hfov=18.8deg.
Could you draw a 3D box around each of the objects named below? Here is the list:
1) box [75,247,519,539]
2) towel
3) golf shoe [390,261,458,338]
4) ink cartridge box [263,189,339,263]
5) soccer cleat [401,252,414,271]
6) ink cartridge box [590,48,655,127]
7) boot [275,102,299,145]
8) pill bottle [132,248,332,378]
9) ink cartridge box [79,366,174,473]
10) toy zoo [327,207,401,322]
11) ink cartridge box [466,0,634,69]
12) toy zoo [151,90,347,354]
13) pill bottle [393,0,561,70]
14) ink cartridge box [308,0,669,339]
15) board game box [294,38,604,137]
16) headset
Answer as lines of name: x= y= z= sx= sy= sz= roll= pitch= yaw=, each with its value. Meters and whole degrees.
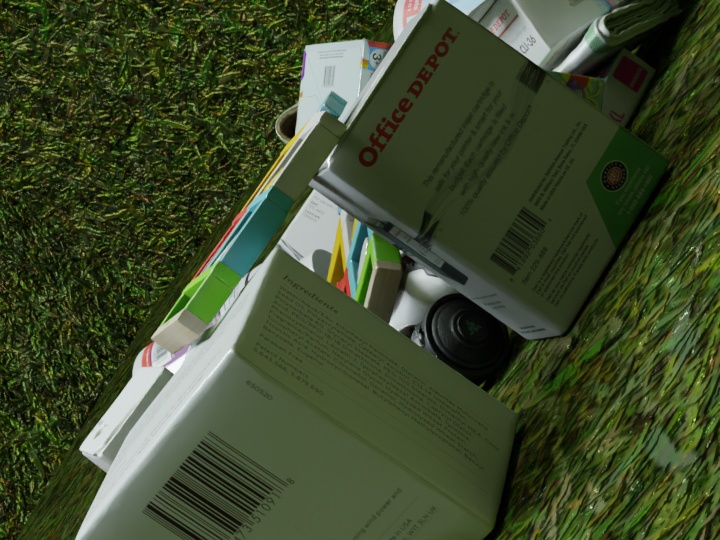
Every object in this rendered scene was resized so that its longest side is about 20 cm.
box: x=-0.039 y=0.132 z=1.384 sx=0.199 sy=0.200 sz=0.131 roll=-50 pitch=10 yaw=31
towel: x=0.156 y=-0.154 z=1.767 sx=0.200 sy=0.031 sz=0.149 roll=-38 pitch=-6 yaw=34
golf shoe: x=0.040 y=0.062 z=1.722 sx=0.200 sy=0.078 sz=0.095 roll=-47 pitch=28 yaw=52
ink cartridge box: x=-0.042 y=0.031 z=2.025 sx=0.200 sy=0.084 sz=0.146 roll=-56 pitch=-20 yaw=-12
soccer cleat: x=0.007 y=0.050 z=1.905 sx=0.200 sy=0.070 sz=0.086 roll=-56 pitch=14 yaw=-3
ink cartridge box: x=0.152 y=-0.087 z=1.755 sx=0.119 sy=0.042 sz=0.200 roll=-59 pitch=8 yaw=-32
boot: x=0.034 y=-0.126 z=1.999 sx=0.155 sy=0.200 sz=0.072 roll=45 pitch=-142 yaw=-69
pill bottle: x=-0.091 y=0.067 z=1.868 sx=0.200 sy=0.112 sz=0.112 roll=-35 pitch=15 yaw=21
ink cartridge box: x=-0.102 y=0.161 z=1.616 sx=0.088 sy=0.200 sz=0.145 roll=-56 pitch=8 yaw=-10
toy zoo: x=0.000 y=0.000 z=1.678 sx=0.200 sy=0.020 sz=0.131 roll=-99 pitch=19 yaw=-58
ink cartridge box: x=0.161 y=-0.212 z=1.766 sx=0.200 sy=0.068 sz=0.116 roll=-34 pitch=-6 yaw=-20
toy zoo: x=-0.067 y=-0.035 z=1.450 sx=0.200 sy=0.020 sz=0.131 roll=-55 pitch=7 yaw=-14
pill bottle: x=0.137 y=-0.227 z=1.951 sx=0.200 sy=0.109 sz=0.109 roll=-12 pitch=35 yaw=35
ink cartridge box: x=0.084 y=-0.068 z=1.487 sx=0.146 sy=0.200 sz=0.084 roll=-56 pitch=9 yaw=-11
board game box: x=0.064 y=-0.103 z=1.601 sx=0.105 sy=0.200 sz=0.103 roll=7 pitch=90 yaw=65
headset: x=0.042 y=0.065 z=1.567 sx=0.124 sy=0.094 sz=0.200 roll=-51 pitch=-2 yaw=24
